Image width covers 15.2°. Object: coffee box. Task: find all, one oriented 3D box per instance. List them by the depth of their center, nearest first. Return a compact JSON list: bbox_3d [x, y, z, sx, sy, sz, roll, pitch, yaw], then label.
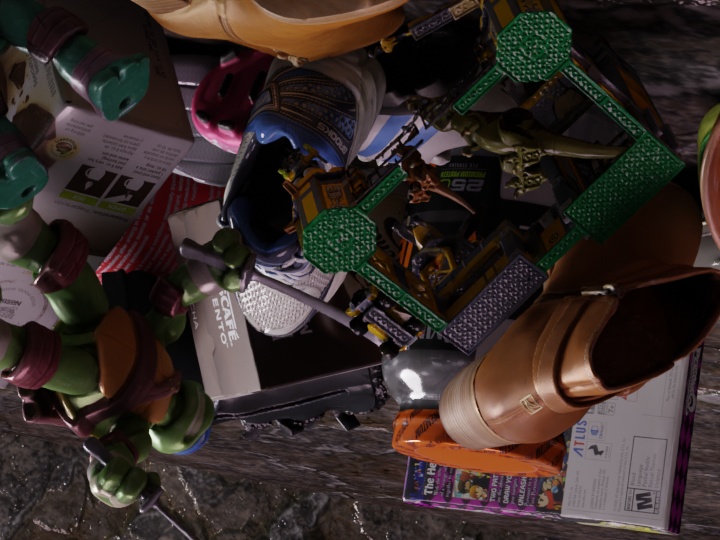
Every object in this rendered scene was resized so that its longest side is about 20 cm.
[{"bbox_3d":[-0.179,-0.048,1.389,0.079,0.114,0.200,15,130,-34],"label":"coffee box"},{"bbox_3d":[0.000,0.000,1.568,0.199,0.114,0.080,-13,180,-28],"label":"coffee box"}]

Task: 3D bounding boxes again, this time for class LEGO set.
[{"bbox_3d":[0.055,-0.064,1.310,0.153,0.200,0.116,29,-158,-26],"label":"LEGO set"}]

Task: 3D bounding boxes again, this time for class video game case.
[{"bbox_3d":[0.127,0.060,1.716,0.180,0.202,0.036,4,169,23],"label":"video game case"}]

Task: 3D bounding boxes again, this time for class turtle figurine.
[{"bbox_3d":[-0.194,-0.132,1.253,0.200,0.150,0.101,48,-162,14],"label":"turtle figurine"},{"bbox_3d":[-0.102,0.036,1.301,0.194,0.144,0.200,37,179,-40],"label":"turtle figurine"}]

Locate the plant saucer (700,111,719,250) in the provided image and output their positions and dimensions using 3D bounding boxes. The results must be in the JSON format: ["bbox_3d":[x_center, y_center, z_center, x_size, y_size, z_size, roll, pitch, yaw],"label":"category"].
[{"bbox_3d":[0.264,-0.046,1.295,0.198,0.038,0.201,7,134,7],"label":"plant saucer"}]

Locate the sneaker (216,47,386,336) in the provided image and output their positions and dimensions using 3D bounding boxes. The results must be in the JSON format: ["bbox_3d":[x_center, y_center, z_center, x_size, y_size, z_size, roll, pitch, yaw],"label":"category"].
[{"bbox_3d":[-0.045,-0.030,1.388,0.077,0.085,0.201,20,137,9],"label":"sneaker"}]

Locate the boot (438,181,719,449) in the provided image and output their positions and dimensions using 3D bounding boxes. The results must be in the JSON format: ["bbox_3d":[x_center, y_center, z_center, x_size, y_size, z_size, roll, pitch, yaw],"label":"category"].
[{"bbox_3d":[0.138,0.014,1.333,0.074,0.200,0.155,46,153,-8],"label":"boot"}]

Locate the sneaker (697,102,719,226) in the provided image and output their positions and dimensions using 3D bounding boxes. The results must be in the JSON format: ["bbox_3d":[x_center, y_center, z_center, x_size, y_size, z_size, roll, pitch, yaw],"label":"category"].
[{"bbox_3d":[0.262,-0.047,1.376,0.199,0.084,0.074,-2,164,41],"label":"sneaker"}]

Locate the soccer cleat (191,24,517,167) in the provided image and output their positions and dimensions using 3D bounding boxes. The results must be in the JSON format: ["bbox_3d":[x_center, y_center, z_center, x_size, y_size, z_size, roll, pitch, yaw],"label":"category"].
[{"bbox_3d":[-0.001,-0.080,1.436,0.199,0.070,0.086,-2,148,39],"label":"soccer cleat"}]

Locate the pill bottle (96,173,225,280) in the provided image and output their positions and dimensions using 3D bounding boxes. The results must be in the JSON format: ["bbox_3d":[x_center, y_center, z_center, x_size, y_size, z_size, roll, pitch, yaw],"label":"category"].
[{"bbox_3d":[-0.139,-0.042,1.651,0.199,0.113,0.112,17,166,-34],"label":"pill bottle"}]

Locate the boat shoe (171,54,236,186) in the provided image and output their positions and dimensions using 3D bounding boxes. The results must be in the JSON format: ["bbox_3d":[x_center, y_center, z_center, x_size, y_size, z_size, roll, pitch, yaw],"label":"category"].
[{"bbox_3d":[-0.120,-0.096,1.521,0.198,0.073,0.071,11,-169,-14],"label":"boat shoe"}]

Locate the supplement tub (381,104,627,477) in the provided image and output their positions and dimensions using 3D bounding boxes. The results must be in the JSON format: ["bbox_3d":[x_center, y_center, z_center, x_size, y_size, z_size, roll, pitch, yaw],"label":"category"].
[{"bbox_3d":[0.079,0.008,1.494,0.122,0.202,0.123,8,168,2],"label":"supplement tub"}]

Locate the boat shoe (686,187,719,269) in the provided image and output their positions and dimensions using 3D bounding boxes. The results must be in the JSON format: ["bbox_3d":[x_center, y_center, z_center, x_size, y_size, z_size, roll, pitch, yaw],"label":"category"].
[{"bbox_3d":[0.169,-0.023,1.631,0.201,0.061,0.072,2,-155,44],"label":"boat shoe"}]

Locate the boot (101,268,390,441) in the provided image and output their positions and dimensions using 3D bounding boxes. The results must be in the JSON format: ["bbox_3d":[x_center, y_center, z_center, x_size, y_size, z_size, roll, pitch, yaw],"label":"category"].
[{"bbox_3d":[-0.068,0.047,1.633,0.161,0.074,0.199,-8,155,2],"label":"boot"}]

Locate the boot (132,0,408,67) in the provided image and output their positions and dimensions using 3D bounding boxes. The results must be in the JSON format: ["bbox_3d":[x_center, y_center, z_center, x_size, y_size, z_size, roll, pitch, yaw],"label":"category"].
[{"bbox_3d":[-0.016,-0.135,1.244,0.200,0.071,0.144,4,174,37],"label":"boot"}]
